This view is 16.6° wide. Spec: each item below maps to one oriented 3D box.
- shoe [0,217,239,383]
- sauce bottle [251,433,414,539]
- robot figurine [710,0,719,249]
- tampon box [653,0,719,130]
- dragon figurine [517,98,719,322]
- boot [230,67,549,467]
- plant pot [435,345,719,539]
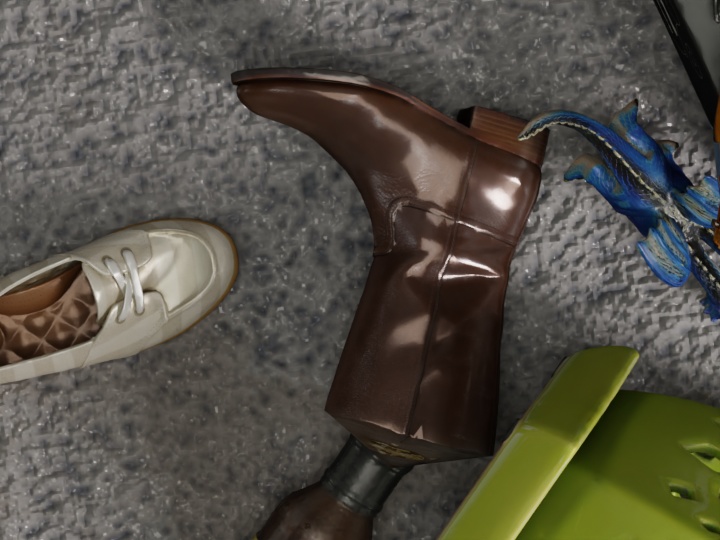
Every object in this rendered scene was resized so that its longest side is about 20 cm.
[{"bbox_3d":[-0.162,0.025,1.373,0.199,0.053,0.070,-20,98,6],"label":"shoe"},{"bbox_3d":[-0.038,0.172,1.384,0.065,0.065,0.201,33,98,-2],"label":"sauce bottle"},{"bbox_3d":[0.236,-0.101,1.178,0.144,0.058,0.201,9,100,-1],"label":"robot figurine"},{"bbox_3d":[0.219,-0.148,1.277,0.126,0.150,0.201,-25,97,5],"label":"tampon box"},{"bbox_3d":[0.163,-0.033,1.305,0.059,0.200,0.100,-45,56,6],"label":"dragon figurine"},{"bbox_3d":[0.000,0.000,1.336,0.185,0.064,0.201,13,87,-2],"label":"boot"},{"bbox_3d":[0.133,0.165,1.298,0.181,0.200,0.200,36,112,5],"label":"plant pot"}]
